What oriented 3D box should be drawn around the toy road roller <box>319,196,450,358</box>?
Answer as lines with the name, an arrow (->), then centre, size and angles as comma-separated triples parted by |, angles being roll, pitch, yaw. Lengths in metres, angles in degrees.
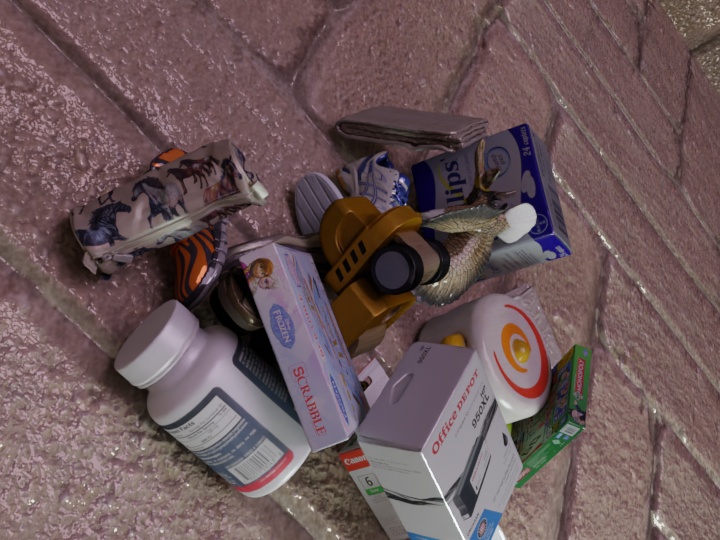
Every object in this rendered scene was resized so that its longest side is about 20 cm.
toy road roller -> 0.000, 0.000, 1.061 | 0.146, 0.200, 0.123 | 48, 24, 14

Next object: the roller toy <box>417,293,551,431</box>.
roller toy -> 0.182, 0.130, 1.244 | 0.200, 0.139, 0.183 | 45, 42, -21

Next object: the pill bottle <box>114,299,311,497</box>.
pill bottle -> -0.148, 0.128, 0.891 | 0.200, 0.119, 0.120 | 46, 42, -21

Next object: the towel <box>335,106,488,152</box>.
towel -> 0.079, -0.208, 1.274 | 0.132, 0.199, 0.035 | -31, 129, -55

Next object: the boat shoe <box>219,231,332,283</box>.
boat shoe -> -0.095, -0.004, 1.056 | 0.199, 0.074, 0.074 | -9, 86, -42

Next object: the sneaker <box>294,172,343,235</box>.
sneaker -> -0.026, -0.039, 1.171 | 0.201, 0.073, 0.071 | 64, 17, -3

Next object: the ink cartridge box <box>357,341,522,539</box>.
ink cartridge box -> 0.093, 0.199, 0.943 | 0.145, 0.084, 0.201 | -55, 133, -37

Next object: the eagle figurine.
eagle figurine -> 0.137, -0.056, 1.178 | 0.152, 0.150, 0.200 | 54, 38, -20

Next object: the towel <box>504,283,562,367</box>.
towel -> 0.288, 0.126, 1.452 | 0.132, 0.034, 0.201 | -19, 85, -50

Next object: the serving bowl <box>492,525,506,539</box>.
serving bowl -> 0.125, 0.406, 1.077 | 0.200, 0.065, 0.202 | 19, 68, -55

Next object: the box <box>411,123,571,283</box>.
box -> 0.197, -0.094, 1.322 | 0.105, 0.199, 0.186 | 26, 50, -58

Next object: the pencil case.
pencil case -> -0.193, -0.064, 0.885 | 0.078, 0.199, 0.090 | 63, 3, -52

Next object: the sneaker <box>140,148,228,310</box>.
sneaker -> -0.208, -0.054, 0.967 | 0.112, 0.077, 0.201 | 29, 41, -29

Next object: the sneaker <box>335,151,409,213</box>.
sneaker -> 0.030, -0.098, 1.176 | 0.075, 0.088, 0.201 | 57, 6, -45

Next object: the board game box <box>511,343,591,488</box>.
board game box -> 0.271, 0.215, 1.262 | 0.029, 0.201, 0.135 | 21, 49, -5

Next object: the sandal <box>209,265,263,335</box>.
sandal -> -0.129, 0.043, 0.920 | 0.082, 0.054, 0.200 | 50, 0, -4

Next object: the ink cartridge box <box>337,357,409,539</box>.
ink cartridge box -> 0.030, 0.225, 1.095 | 0.201, 0.050, 0.109 | 58, 40, -6

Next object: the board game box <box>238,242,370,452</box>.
board game box -> -0.052, 0.076, 0.915 | 0.199, 0.041, 0.201 | 21, 47, -82

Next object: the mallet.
mallet -> -0.058, 0.133, 1.059 | 0.199, 0.041, 0.066 | 32, 47, -39
